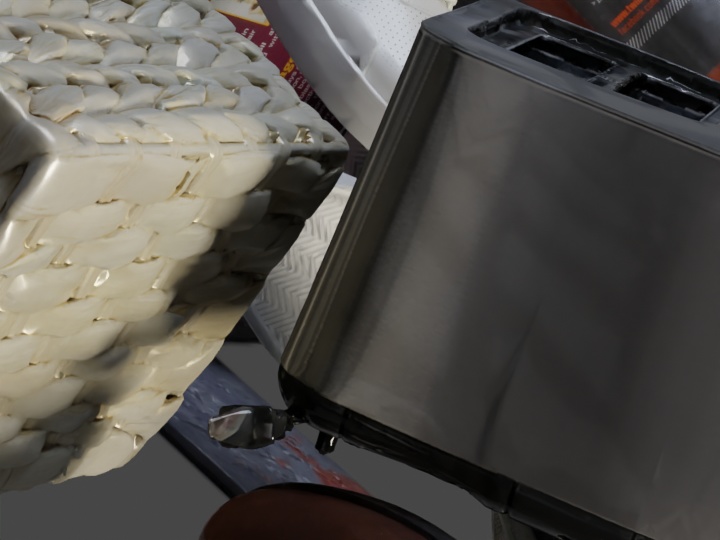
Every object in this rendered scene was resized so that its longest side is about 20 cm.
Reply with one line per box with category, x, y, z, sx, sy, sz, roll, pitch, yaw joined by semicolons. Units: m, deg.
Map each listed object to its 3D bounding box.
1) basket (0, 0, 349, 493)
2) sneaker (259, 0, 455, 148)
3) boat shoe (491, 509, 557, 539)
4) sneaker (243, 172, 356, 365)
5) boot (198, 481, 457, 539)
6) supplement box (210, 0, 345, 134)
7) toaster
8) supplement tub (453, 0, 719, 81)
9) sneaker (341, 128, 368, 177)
basket;-0.107;-0.023;0.755;0.123;0.136;0.200;40;16;15
sneaker;0.016;-0.140;1.022;0.074;0.115;0.200;22;40;-55
boat shoe;0.086;0.101;0.857;0.202;0.074;0.065;-126;-165;-61
sneaker;0.000;0.000;1.058;0.200;0.074;0.116;34;9;-44
boot;-0.038;0.112;0.664;0.200;0.069;0.188;8;36;-46
supplement box;-0.060;-0.100;1.154;0.086;0.110;0.200;41;16;26
toaster;0.083;0.011;0.802;0.181;0.119;0.200;22;13;10
supplement tub;0.071;-0.124;1.122;0.200;0.107;0.107;47;15;4
sneaker;0.063;-0.002;1.212;0.200;0.078;0.112;41;8;-16
